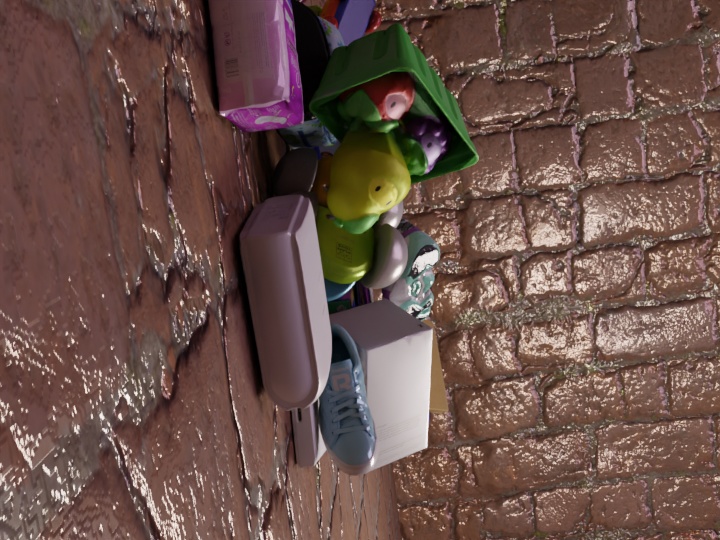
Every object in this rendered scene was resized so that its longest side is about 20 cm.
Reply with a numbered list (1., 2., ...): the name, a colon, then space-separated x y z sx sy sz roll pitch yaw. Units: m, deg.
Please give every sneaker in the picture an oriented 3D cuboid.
1. sneaker: 0.052 -0.004 1.403 0.140 0.077 0.201 50 -40 37
2. sneaker: -0.026 0.157 1.149 0.082 0.073 0.201 77 -3 -52

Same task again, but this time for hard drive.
1. hard drive: -0.065 0.177 1.204 0.200 0.026 0.134 37 47 -85

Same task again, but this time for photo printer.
1. photo printer: -0.074 0.036 0.962 0.167 0.069 0.202 -84 168 -73

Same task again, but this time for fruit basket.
1. fruit basket: 0.033 -0.146 1.059 0.215 0.154 0.218 38 44 -50

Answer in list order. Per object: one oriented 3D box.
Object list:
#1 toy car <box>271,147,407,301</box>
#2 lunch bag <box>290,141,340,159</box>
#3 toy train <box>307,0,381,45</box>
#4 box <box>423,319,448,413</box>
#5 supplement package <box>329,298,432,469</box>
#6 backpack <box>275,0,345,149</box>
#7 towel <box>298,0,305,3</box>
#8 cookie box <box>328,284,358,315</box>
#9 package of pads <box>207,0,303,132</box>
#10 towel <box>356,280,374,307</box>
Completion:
1. toy car: -0.043 -0.046 1.161 0.150 0.174 0.201 -52 -152 37
2. lunch bag: -0.031 -0.185 1.360 0.076 0.158 0.202 76 2 -80
3. toy train: -0.035 -0.369 1.287 0.085 0.115 0.202 41 59 -41
4. box: 0.089 0.153 1.525 0.200 0.021 0.165 21 57 -61
5. supplement package: 0.021 0.164 1.321 0.119 0.120 0.202 31 -53 49
6. backpack: -0.065 -0.231 1.163 0.200 0.152 0.165 109 -27 -72
7. towel: -0.056 -0.396 1.220 0.030 0.200 0.146 40 4 -9
8. cookie box: -0.033 0.095 1.450 0.172 0.074 0.202 -89 171 -63
9. package of pads: -0.106 -0.245 0.902 0.120 0.075 0.202 14 70 -83
10. towel: 0.000 0.000 1.428 0.144 0.023 0.202 -77 158 -81
